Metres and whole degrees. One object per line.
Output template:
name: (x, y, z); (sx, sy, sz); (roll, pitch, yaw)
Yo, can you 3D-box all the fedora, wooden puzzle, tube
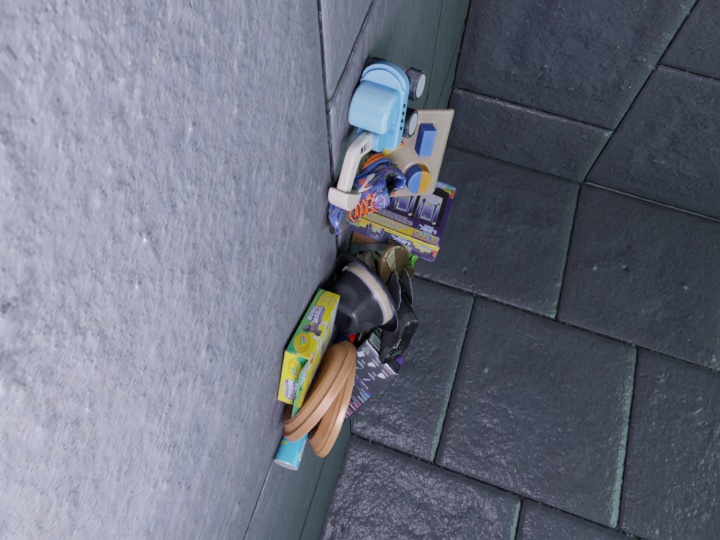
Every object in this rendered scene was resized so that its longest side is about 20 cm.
fedora: (-0.014, 0.066, 1.079); (0.091, 0.201, 0.202); (-36, 158, -19)
wooden puzzle: (0.083, -0.215, 1.072); (0.047, 0.194, 0.189); (-119, -152, -43)
tube: (-0.113, 0.284, 1.103); (0.077, 0.050, 0.204); (-24, -140, 51)

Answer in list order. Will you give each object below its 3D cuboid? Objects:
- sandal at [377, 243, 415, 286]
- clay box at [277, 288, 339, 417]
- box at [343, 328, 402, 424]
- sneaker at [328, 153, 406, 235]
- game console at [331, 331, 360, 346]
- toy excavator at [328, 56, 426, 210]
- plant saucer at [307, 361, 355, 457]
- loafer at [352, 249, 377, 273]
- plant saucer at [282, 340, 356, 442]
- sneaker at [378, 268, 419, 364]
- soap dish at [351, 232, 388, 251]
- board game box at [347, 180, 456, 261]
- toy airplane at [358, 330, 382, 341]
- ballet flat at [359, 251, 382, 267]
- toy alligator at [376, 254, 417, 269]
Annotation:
sandal: (0.068, -0.008, 1.179); (0.081, 0.054, 0.200); (-53, 159, -1)
clay box: (-0.092, 0.138, 0.962); (0.201, 0.046, 0.117); (-63, 169, -54)
box: (-0.009, 0.245, 1.292); (0.200, 0.106, 0.122); (-45, 179, 15)
sneaker: (0.011, -0.131, 0.965); (0.201, 0.077, 0.076); (-49, 154, -30)
game console: (-0.045, 0.103, 1.357); (0.202, 0.115, 0.176); (-64, 137, -55)
toy excavator: (0.013, -0.222, 0.896); (0.200, 0.098, 0.199); (-47, 152, -47)
plant saucer: (-0.061, 0.255, 1.088); (0.200, 0.036, 0.206); (-159, -91, -81)
loafer: (0.000, 0.000, 1.194); (0.200, 0.066, 0.078); (-98, 174, -90)
plant saucer: (-0.080, 0.210, 1.004); (0.201, 0.032, 0.201); (-50, -170, 12)
sneaker: (0.068, 0.100, 1.156); (0.106, 0.058, 0.202); (62, -33, 30)
soap dish: (0.072, -0.115, 1.302); (0.201, 0.152, 0.084); (-60, 146, -63)
board game box: (0.088, -0.131, 1.172); (0.057, 0.195, 0.169); (107, 5, -60)
toy airplane: (0.006, 0.226, 1.534); (0.201, 0.137, 0.204); (-65, 168, -52)
ballet flat: (0.053, -0.011, 1.372); (0.200, 0.066, 0.077); (42, -46, 49)
toy alligator: (0.097, -0.007, 1.291); (0.197, 0.055, 0.059); (-36, -157, 1)
